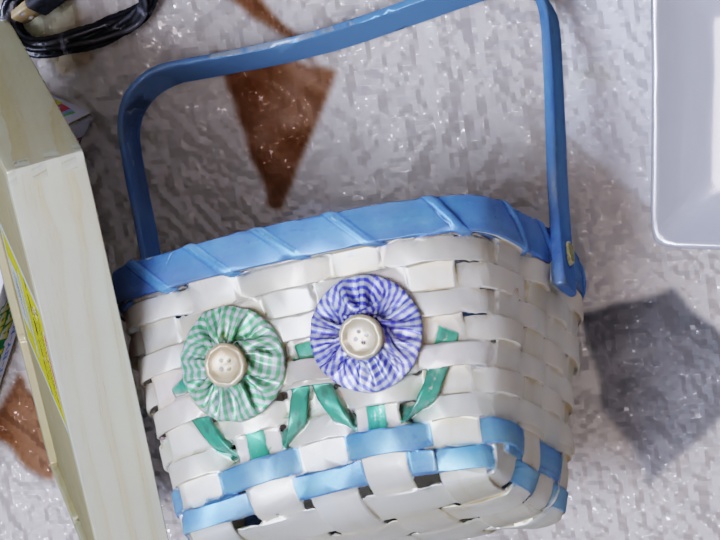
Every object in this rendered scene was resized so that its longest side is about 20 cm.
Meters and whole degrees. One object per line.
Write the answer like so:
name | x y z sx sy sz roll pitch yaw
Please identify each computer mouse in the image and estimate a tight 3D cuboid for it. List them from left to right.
computer mouse | -0.067 -0.144 0.833 0.200 0.034 0.059 -39 92 23

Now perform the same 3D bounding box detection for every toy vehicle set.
toy vehicle set | -0.110 0.021 0.818 0.026 0.124 0.201 -17 122 -13

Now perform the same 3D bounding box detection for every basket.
basket | 0.000 0.000 0.807 0.176 0.139 0.201 -15 66 19

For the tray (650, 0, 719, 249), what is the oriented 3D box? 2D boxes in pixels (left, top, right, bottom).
tray | 0.203 -0.058 0.781 0.199 0.022 0.108 3 105 16

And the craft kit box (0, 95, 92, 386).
craft kit box | -0.232 -0.012 0.915 0.199 0.049 0.198 23 107 9
